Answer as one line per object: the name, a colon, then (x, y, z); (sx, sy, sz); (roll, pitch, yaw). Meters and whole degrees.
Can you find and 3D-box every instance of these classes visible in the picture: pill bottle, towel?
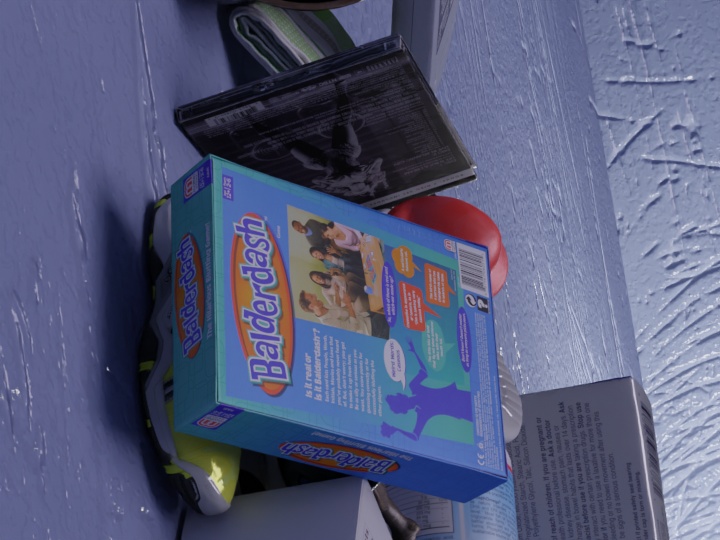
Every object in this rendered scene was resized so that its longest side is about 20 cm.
pill bottle: (0.063, 0.188, 1.663); (0.109, 0.108, 0.201); (57, 26, -58)
towel: (-0.018, -0.146, 1.595); (0.149, 0.031, 0.200); (48, 16, -2)

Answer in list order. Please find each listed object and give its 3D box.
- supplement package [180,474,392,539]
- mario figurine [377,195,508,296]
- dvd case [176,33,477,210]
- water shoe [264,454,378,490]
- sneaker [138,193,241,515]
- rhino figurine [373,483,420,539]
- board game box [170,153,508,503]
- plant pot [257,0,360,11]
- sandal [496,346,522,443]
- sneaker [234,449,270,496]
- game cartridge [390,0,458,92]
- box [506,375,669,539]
supplement package: (-0.023, 0.230, 1.261); (0.110, 0.113, 0.200); (-82, 157, -52)
mario figurine: (0.036, 0.017, 1.472); (0.106, 0.200, 0.124); (-34, 91, -39)
dvd case: (-0.017, -0.082, 1.445); (0.200, 0.148, 0.016); (52, 22, -62)
water shoe: (-0.033, 0.056, 1.312); (0.071, 0.079, 0.200); (-5, 59, -35)
sneaker: (-0.078, 0.040, 1.255); (0.075, 0.076, 0.201); (58, 27, -61)
rhino figurine: (-0.013, 0.196, 1.438); (0.088, 0.060, 0.200); (50, 27, -26)
board game box: (-0.011, 0.035, 1.235); (0.200, 0.045, 0.153); (18, 55, -33)
plant pot: (-0.033, -0.255, 1.505); (0.200, 0.186, 0.188); (99, -18, -88)
sandal: (0.061, 0.062, 1.533); (0.082, 0.050, 0.203); (36, 19, -30)
sneaker: (-0.035, 0.096, 1.372); (0.200, 0.087, 0.076); (-82, 159, -49)
game cartridge: (0.050, -0.209, 1.658); (0.200, 0.041, 0.134); (-72, 163, -62)
box: (0.143, 0.199, 1.785); (0.105, 0.199, 0.185); (44, 38, -70)
